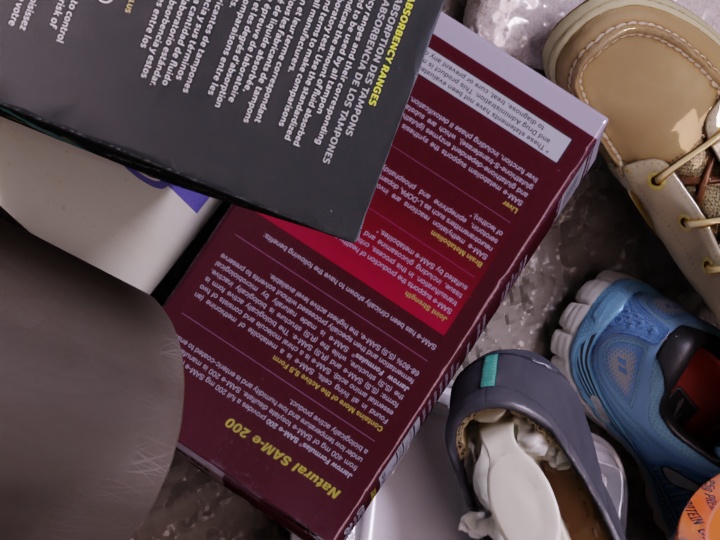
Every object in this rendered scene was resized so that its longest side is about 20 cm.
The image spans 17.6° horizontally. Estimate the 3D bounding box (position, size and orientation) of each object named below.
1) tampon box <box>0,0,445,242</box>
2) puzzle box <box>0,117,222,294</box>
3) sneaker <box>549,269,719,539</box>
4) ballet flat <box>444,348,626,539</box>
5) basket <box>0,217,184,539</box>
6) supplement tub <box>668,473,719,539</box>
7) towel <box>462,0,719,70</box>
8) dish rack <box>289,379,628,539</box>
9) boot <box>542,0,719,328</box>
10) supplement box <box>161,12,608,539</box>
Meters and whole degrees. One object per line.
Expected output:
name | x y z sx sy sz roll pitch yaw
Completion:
tampon box | -0.091 -0.109 0.788 0.199 0.150 0.127 21 89 -31
puzzle box | -0.118 -0.092 0.878 0.200 0.025 0.133 45 76 -29
sneaker | 0.167 0.085 1.040 0.200 0.090 0.079 43 77 -30
ballet flat | 0.082 0.129 0.914 0.073 0.073 0.201 -23 94 -25
basket | -0.172 0.030 0.806 0.199 0.181 0.136 21 131 -40
supplement tub | 0.180 0.184 1.010 0.122 0.123 0.201 -27 138 -23
towel | 0.138 -0.138 1.014 0.199 0.034 0.133 9 94 -31
dish rack | 0.048 0.140 0.965 0.171 0.043 0.201 22 65 -32
boot | 0.158 -0.015 0.963 0.073 0.156 0.200 -33 132 12
supplement box | 0.000 0.000 0.916 0.109 0.061 0.201 33 80 7
